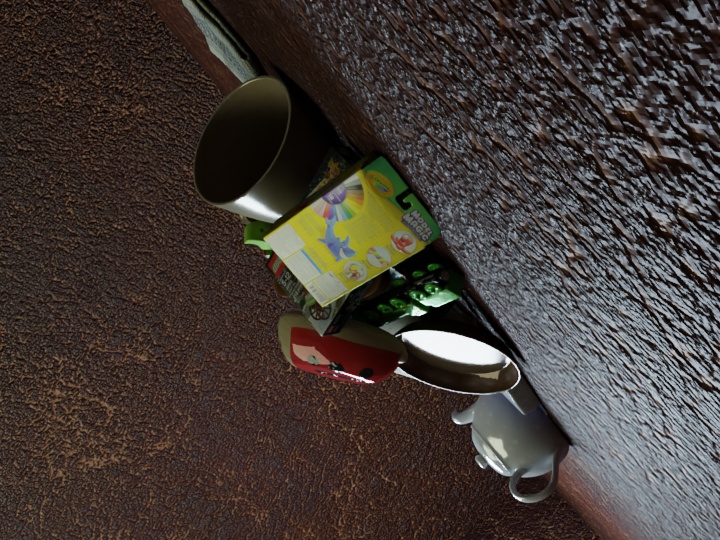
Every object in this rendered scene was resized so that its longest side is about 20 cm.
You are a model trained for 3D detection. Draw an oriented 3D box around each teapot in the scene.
[{"bbox_3d":[0.269,0.302,1.452,0.198,0.146,0.200,48,177,8],"label":"teapot"}]

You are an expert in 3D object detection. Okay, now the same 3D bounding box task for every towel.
[{"bbox_3d":[-0.217,-0.359,1.294,0.200,0.034,0.193,50,179,13],"label":"towel"}]

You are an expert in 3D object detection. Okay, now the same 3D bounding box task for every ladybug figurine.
[{"bbox_3d":[-0.030,0.111,1.129,0.197,0.073,0.136,8,161,26],"label":"ladybug figurine"}]

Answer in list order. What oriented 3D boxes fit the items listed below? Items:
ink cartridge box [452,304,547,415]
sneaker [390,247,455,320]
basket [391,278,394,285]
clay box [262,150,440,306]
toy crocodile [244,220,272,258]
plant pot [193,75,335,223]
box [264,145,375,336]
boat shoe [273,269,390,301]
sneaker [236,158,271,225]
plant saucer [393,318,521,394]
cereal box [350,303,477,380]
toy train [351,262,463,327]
[{"bbox_3d":[0.210,0.148,1.346,0.196,0.043,0.200,47,176,46],"label":"ink cartridge box"},{"bbox_3d":[0.069,-0.013,1.126,0.200,0.070,0.094,53,-176,-41],"label":"sneaker"},{"bbox_3d":[0.000,0.000,1.286,0.199,0.179,0.138,29,151,-31],"label":"basket"},{"bbox_3d":[-0.007,-0.049,0.926,0.115,0.199,0.048,49,-143,-15],"label":"clay box"},{"bbox_3d":[-0.117,-0.035,1.246,0.200,0.061,0.069,25,-122,-74],"label":"toy crocodile"},{"bbox_3d":[-0.101,-0.139,1.141,0.199,0.188,0.187,29,-167,-46],"label":"plant pot"},{"bbox_3d":[-0.032,-0.036,1.032,0.037,0.201,0.137,-7,-133,-51],"label":"box"},{"bbox_3d":[-0.030,0.010,1.109,0.198,0.072,0.070,1,173,43],"label":"boat shoe"},{"bbox_3d":[-0.154,-0.154,1.253,0.067,0.203,0.089,32,155,-33],"label":"sneaker"},{"bbox_3d":[0.134,0.121,1.166,0.197,0.035,0.201,12,151,7],"label":"plant saucer"},{"bbox_3d":[0.059,0.097,1.229,0.198,0.144,0.040,21,-136,-23],"label":"cereal box"},{"bbox_3d":[0.059,0.039,1.071,0.056,0.042,0.199,27,149,-26],"label":"toy train"}]
